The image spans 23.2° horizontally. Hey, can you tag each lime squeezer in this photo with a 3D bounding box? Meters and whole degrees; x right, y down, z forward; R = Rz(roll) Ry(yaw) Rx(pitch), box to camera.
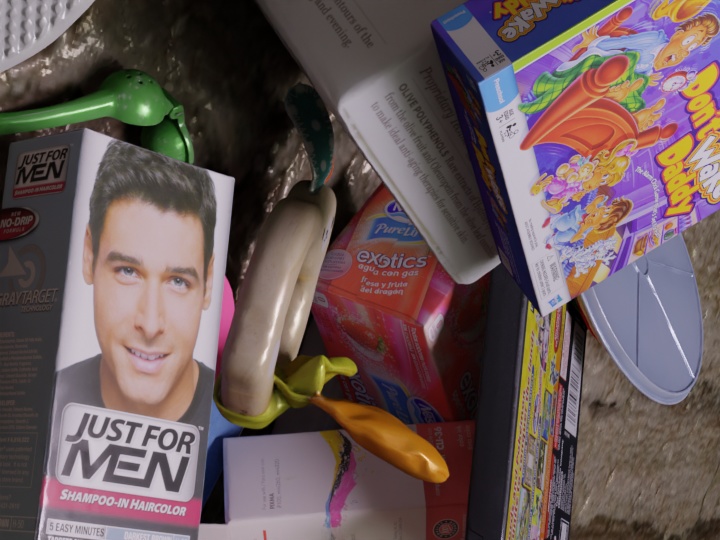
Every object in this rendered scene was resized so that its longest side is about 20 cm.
[{"bbox_3d":[-0.116,-0.063,0.921,0.071,0.038,0.200,-65,150,-6],"label":"lime squeezer"}]

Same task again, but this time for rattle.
[{"bbox_3d":[0.000,0.000,0.993,0.131,0.142,0.201,70,34,-51],"label":"rattle"}]

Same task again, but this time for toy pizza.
[{"bbox_3d":[0.176,-0.004,1.188,0.200,0.032,0.201,36,44,-45],"label":"toy pizza"}]

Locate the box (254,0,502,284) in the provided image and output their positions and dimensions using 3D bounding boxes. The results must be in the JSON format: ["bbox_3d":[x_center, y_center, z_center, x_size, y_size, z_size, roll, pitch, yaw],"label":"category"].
[{"bbox_3d":[0.045,-0.146,0.920,0.171,0.199,0.200,-36,146,3],"label":"box"}]

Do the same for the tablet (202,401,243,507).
[{"bbox_3d":[-0.127,0.083,1.014,0.131,0.014,0.200,-63,148,-9],"label":"tablet"}]

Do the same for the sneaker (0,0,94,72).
[{"bbox_3d":[-0.148,-0.158,0.788,0.199,0.079,0.079,-36,136,-6],"label":"sneaker"}]

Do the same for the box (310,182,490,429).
[{"bbox_3d":[0.049,0.050,1.130,0.103,0.094,0.201,-52,144,-28],"label":"box"}]

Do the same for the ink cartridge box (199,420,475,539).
[{"bbox_3d":[-0.023,0.158,1.092,0.117,0.198,0.068,89,-4,-47],"label":"ink cartridge box"}]

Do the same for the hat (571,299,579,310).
[{"bbox_3d":[0.188,0.012,1.262,0.200,0.175,0.167,-59,170,-70],"label":"hat"}]

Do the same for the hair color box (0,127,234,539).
[{"bbox_3d":[-0.124,0.043,0.842,0.099,0.060,0.202,16,74,-46],"label":"hair color box"}]

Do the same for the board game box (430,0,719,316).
[{"bbox_3d":[0.118,-0.077,0.847,0.134,0.045,0.200,-31,146,-5],"label":"board game box"}]

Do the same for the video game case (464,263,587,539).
[{"bbox_3d":[0.103,0.105,1.073,0.181,0.025,0.202,40,54,-67],"label":"video game case"}]

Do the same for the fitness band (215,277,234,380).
[{"bbox_3d":[-0.138,0.055,0.934,0.199,0.037,0.145,-7,113,-57],"label":"fitness band"}]

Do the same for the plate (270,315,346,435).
[{"bbox_3d":[0.014,0.090,1.221,0.199,0.032,0.201,19,92,-60],"label":"plate"}]
